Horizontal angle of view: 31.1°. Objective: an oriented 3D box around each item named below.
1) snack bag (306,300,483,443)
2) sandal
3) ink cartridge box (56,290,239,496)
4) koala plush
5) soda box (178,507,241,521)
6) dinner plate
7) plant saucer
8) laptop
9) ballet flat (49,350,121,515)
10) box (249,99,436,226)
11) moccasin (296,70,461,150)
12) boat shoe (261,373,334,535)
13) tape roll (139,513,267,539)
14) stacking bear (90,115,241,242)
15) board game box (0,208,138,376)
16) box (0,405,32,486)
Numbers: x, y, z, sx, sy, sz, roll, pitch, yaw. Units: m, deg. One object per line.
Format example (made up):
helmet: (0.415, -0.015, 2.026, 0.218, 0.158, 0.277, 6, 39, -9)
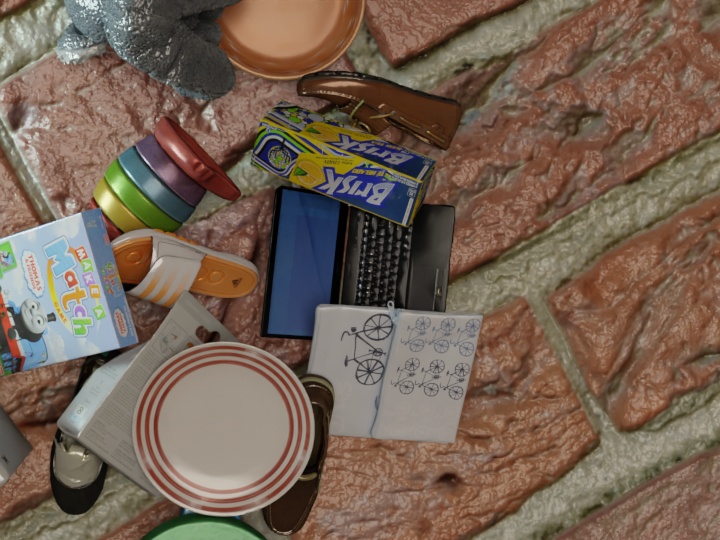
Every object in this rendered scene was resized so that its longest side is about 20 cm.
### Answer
snack bag: (0.030, 0.122, 1.506, 0.200, 0.021, 0.189, 5, 119, -11)
sandal: (-0.194, 0.008, 1.450, 0.207, 0.059, 0.079, 11, 127, -36)
ink cartridge box: (-0.226, 0.136, 1.460, 0.200, 0.047, 0.160, -55, 138, -15)
koala plush: (-0.254, -0.296, 1.438, 0.200, 0.184, 0.177, 20, 103, 31)
soda box: (-0.179, 0.299, 1.498, 0.068, 0.064, 0.200, 16, 89, -8)
dinner plate: (-0.151, 0.174, 1.428, 0.200, 0.024, 0.200, -1, 99, -5)
plant saucer: (-0.095, -0.322, 1.522, 0.200, 0.037, 0.200, 0, 90, -8)
laptop: (0.000, 0.000, 1.501, 0.200, 0.103, 0.177, 6, 90, 9)
ballet flat: (-0.317, 0.183, 1.474, 0.068, 0.068, 0.200, 11, 88, 1)
box: (-0.019, -0.124, 1.484, 0.200, 0.070, 0.064, 21, 122, 8)
moccasin: (0.019, -0.186, 1.521, 0.201, 0.074, 0.078, 13, 95, -26)
boat shoe: (-0.076, 0.222, 1.483, 0.075, 0.075, 0.202, 7, 108, -8)
tape roll: (-0.177, 0.374, 1.444, 0.200, 0.048, 0.201, 0, 92, -9)
stacking bear: (-0.255, -0.068, 1.466, 0.200, 0.121, 0.114, -43, 66, 4)
board game box: (-0.346, 0.028, 1.425, 0.200, 0.037, 0.151, -14, 93, 32)
box: (-0.486, 0.177, 1.383, 0.171, 0.200, 0.199, -35, 95, -4)
